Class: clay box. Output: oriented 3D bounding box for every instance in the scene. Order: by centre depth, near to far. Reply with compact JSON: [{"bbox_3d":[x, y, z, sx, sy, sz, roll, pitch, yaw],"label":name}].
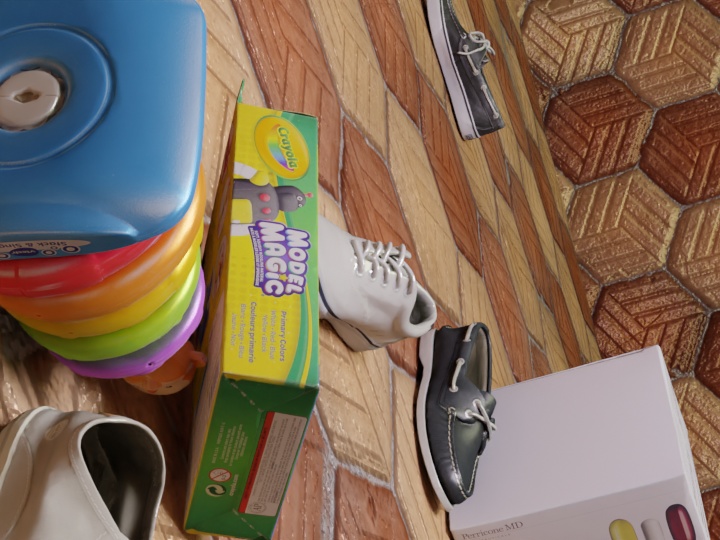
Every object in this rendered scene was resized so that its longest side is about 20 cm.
[{"bbox_3d":[-0.051,0.012,0.689,0.202,0.047,0.116,-91,-166,-44],"label":"clay box"}]

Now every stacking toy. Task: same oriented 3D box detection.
[{"bbox_3d":[-0.099,-0.003,0.553,0.201,0.114,0.111,79,10,-56],"label":"stacking toy"}]

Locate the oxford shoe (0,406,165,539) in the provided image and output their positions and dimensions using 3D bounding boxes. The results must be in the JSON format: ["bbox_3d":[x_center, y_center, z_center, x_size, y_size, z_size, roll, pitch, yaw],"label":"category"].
[{"bbox_3d":[-0.099,0.120,0.461,0.202,0.057,0.076,-88,160,-48],"label":"oxford shoe"}]

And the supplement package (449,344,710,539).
[{"bbox_3d":[0.182,0.177,1.224,0.157,0.197,0.112,-88,157,-52],"label":"supplement package"}]

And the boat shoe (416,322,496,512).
[{"bbox_3d":[0.084,0.113,1.197,0.201,0.060,0.076,-90,159,-49],"label":"boat shoe"}]

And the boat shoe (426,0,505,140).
[{"bbox_3d":[0.136,-0.271,1.827,0.074,0.067,0.202,-6,80,-77],"label":"boat shoe"}]

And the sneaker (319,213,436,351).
[{"bbox_3d":[0.000,0.000,0.963,0.200,0.070,0.074,42,35,-66],"label":"sneaker"}]
